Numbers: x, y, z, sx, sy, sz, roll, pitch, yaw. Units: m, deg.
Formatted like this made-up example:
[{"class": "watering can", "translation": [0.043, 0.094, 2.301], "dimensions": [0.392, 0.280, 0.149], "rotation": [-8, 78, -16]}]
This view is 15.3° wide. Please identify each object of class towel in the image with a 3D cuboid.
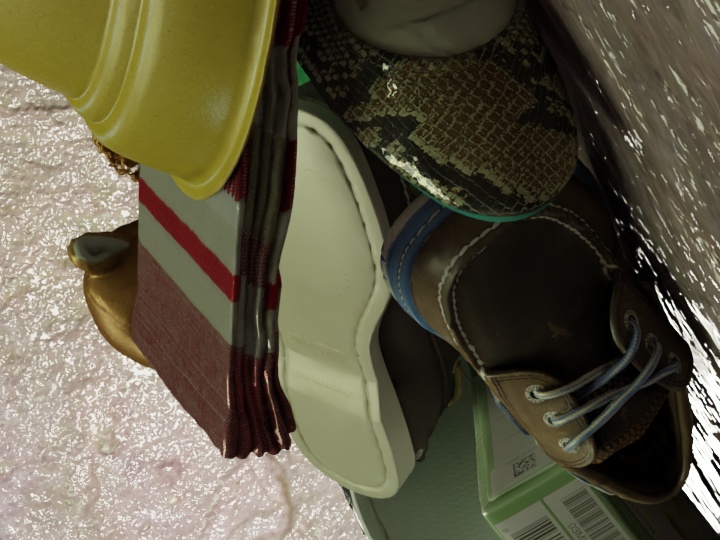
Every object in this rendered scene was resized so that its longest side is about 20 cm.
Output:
[{"class": "towel", "translation": [-0.042, -0.057, 0.810], "dimensions": [0.144, 0.023, 0.200], "rotation": [-140, 52, -68]}]

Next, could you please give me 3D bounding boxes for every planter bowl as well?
[{"class": "planter bowl", "translation": [-0.083, -0.120, 0.763], "dimensions": [0.200, 0.083, 0.201], "rotation": [180, 90, -73]}]

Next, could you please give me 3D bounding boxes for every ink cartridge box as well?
[{"class": "ink cartridge box", "translation": [0.098, 0.084, 1.058], "dimensions": [0.146, 0.048, 0.200], "rotation": [51, -163, -22]}]

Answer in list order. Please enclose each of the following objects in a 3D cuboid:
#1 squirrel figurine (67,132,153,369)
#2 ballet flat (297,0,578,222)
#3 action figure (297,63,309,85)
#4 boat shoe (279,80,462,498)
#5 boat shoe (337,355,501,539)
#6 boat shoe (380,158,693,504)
[{"class": "squirrel figurine", "translation": [-0.067, -0.044, 1.352], "dimensions": [0.200, 0.187, 0.142], "rotation": [58, 178, 18]}, {"class": "ballet flat", "translation": [0.002, -0.099, 0.787], "dimensions": [0.075, 0.068, 0.200], "rotation": [85, 161, -45]}, {"class": "action figure", "translation": [-0.002, -0.081, 0.969], "dimensions": [0.118, 0.055, 0.200], "rotation": [44, 169, -11]}, {"class": "boat shoe", "translation": [0.000, 0.000, 0.989], "dimensions": [0.072, 0.060, 0.200], "rotation": [21, 143, 28]}, {"class": "boat shoe", "translation": [0.015, 0.060, 1.103], "dimensions": [0.060, 0.076, 0.200], "rotation": [113, 146, -60]}, {"class": "boat shoe", "translation": [0.071, 0.021, 0.857], "dimensions": [0.072, 0.072, 0.200], "rotation": [52, -175, 28]}]
